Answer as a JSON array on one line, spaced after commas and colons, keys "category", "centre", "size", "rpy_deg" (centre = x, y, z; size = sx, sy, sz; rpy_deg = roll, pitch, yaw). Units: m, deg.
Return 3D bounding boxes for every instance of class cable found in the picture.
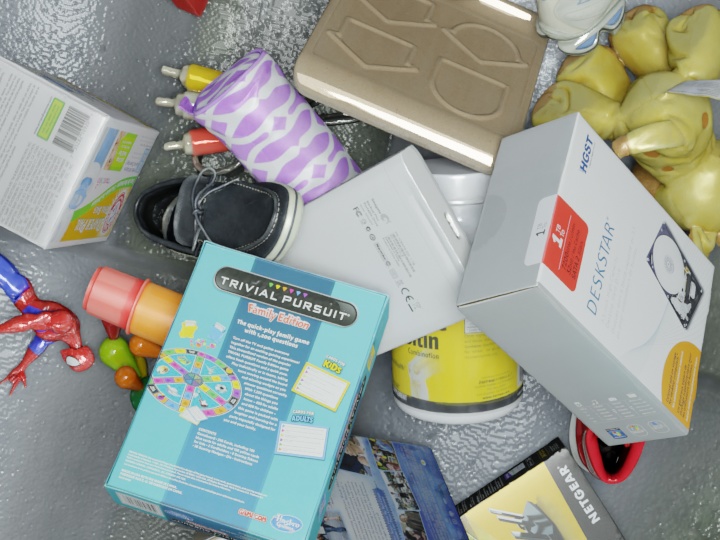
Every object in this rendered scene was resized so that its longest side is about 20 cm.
[{"category": "cable", "centre": [-0.074, -0.129, 1.082], "size": [0.197, 0.050, 0.099], "rpy_deg": [-2, 88, 1]}]

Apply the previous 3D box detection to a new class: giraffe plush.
[{"category": "giraffe plush", "centre": [0.260, -0.103, 1.041], "size": [0.172, 0.200, 0.163], "rpy_deg": [-38, 122, -3]}]

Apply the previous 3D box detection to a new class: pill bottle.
[{"category": "pill bottle", "centre": [0.079, 0.014, 1.039], "size": [0.110, 0.112, 0.203], "rpy_deg": [-2, 104, 1]}]

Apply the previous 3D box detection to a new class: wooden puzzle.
[{"category": "wooden puzzle", "centre": [0.053, -0.170, 1.043], "size": [0.183, 0.201, 0.047], "rpy_deg": [23, 137, 0]}]

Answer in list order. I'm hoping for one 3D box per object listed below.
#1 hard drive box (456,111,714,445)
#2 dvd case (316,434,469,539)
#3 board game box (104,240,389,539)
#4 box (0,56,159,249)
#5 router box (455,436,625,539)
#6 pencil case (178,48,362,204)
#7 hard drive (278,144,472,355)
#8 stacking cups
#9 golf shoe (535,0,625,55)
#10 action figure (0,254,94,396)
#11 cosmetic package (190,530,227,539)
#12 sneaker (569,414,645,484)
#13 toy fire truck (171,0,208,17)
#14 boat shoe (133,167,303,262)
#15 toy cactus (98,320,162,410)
[{"category": "hard drive box", "centre": [0.173, 0.011, 0.946], "size": [0.200, 0.076, 0.157], "rpy_deg": [40, 53, -31]}, {"category": "dvd case", "centre": [0.008, 0.192, 1.000], "size": [0.018, 0.198, 0.144], "rpy_deg": [-45, 49, 29]}, {"category": "board game box", "centre": [-0.078, 0.094, 0.931], "size": [0.149, 0.047, 0.202], "rpy_deg": [16, 65, 8]}, {"category": "box", "centre": [-0.244, -0.091, 1.012], "size": [0.100, 0.200, 0.114], "rpy_deg": [28, 94, 0]}, {"category": "router box", "centre": [0.162, 0.272, 1.095], "size": [0.156, 0.052, 0.201], "rpy_deg": [-34, 91, 2]}, {"category": "pencil case", "centre": [-0.054, -0.085, 1.049], "size": [0.085, 0.084, 0.201], "rpy_deg": [-29, 109, 24]}, {"category": "hard drive", "centre": [0.000, 0.000, 0.993], "size": [0.199, 0.027, 0.133], "rpy_deg": [-25, 98, 41]}, {"category": "stacking cups", "centre": [-0.120, 0.046, 1.009], "size": [0.198, 0.061, 0.061], "rpy_deg": [25, 92, -1]}, {"category": "golf shoe", "centre": [0.214, -0.273, 1.035], "size": [0.078, 0.097, 0.201], "rpy_deg": [30, 77, 31]}, {"category": "action figure", "centre": [-0.317, 0.028, 1.085], "size": [0.200, 0.065, 0.099], "rpy_deg": [44, 84, 0]}, {"category": "cosmetic package", "centre": [-0.074, 0.230, 1.021], "size": [0.072, 0.200, 0.105], "rpy_deg": [-26, 93, 5]}, {"category": "sneaker", "centre": [0.214, 0.079, 1.055], "size": [0.077, 0.116, 0.203], "rpy_deg": [-5, 94, 0]}, {"category": "toy fire truck", "centre": [-0.071, -0.301, 1.070], "size": [0.139, 0.049, 0.202], "rpy_deg": [21, 83, 15]}, {"category": "boat shoe", "centre": [-0.118, -0.041, 1.020], "size": [0.062, 0.199, 0.076], "rpy_deg": [20, 81, -39]}, {"category": "toy cactus", "centre": [-0.139, 0.119, 1.086], "size": [0.197, 0.102, 0.167], "rpy_deg": [16, 111, -2]}]
